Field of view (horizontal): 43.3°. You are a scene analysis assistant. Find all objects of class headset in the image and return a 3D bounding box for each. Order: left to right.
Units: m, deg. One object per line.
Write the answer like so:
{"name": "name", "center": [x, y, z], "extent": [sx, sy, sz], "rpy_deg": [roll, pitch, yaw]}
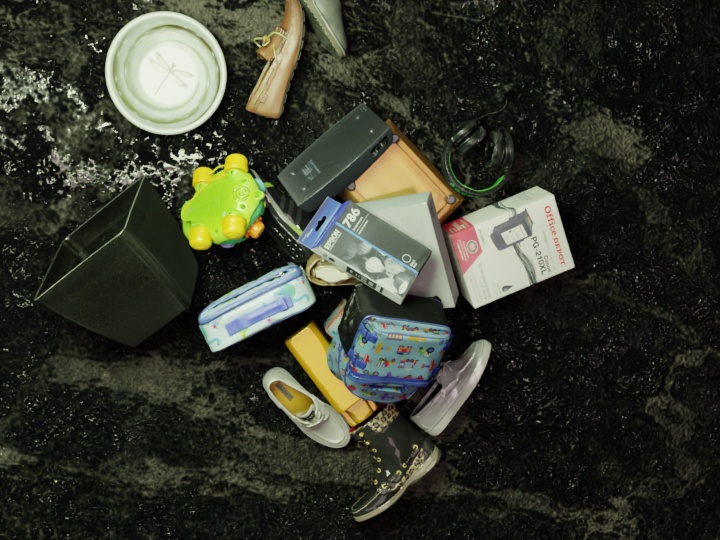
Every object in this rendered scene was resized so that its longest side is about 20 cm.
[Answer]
{"name": "headset", "center": [0.219, -0.227, 1.583], "extent": [0.123, 0.094, 0.201], "rpy_deg": [22, 78, -11]}

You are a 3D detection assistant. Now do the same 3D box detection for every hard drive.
{"name": "hard drive", "center": [-0.041, -0.189, 1.542], "extent": [0.200, 0.135, 0.042], "rpy_deg": [-40, 127, 2]}

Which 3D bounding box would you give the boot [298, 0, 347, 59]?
{"name": "boot", "center": [-0.004, -0.484, 1.542], "extent": [0.199, 0.073, 0.183], "rpy_deg": [-32, 102, -9]}

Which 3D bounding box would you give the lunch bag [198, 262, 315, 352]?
{"name": "lunch bag", "center": [-0.175, 0.061, 1.539], "extent": [0.199, 0.161, 0.083], "rpy_deg": [-26, 97, -2]}

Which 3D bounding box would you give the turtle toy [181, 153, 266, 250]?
{"name": "turtle toy", "center": [-0.230, -0.097, 1.511], "extent": [0.101, 0.199, 0.147], "rpy_deg": [25, 58, -48]}

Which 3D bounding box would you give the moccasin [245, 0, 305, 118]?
{"name": "moccasin", "center": [-0.146, -0.362, 1.537], "extent": [0.077, 0.074, 0.203], "rpy_deg": [15, 105, -17]}

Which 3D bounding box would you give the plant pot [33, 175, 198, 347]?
{"name": "plant pot", "center": [-0.377, 0.002, 1.481], "extent": [0.199, 0.200, 0.178], "rpy_deg": [-35, 115, 16]}

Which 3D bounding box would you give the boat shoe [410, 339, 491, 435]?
{"name": "boat shoe", "center": [0.162, 0.203, 1.653], "extent": [0.068, 0.072, 0.201], "rpy_deg": [32, 102, -10]}

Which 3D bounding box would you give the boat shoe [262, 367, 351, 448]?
{"name": "boat shoe", "center": [-0.094, 0.253, 1.621], "extent": [0.071, 0.070, 0.200], "rpy_deg": [-44, 103, 1]}

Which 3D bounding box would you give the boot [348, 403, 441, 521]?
{"name": "boot", "center": [0.031, 0.343, 1.647], "extent": [0.200, 0.073, 0.151], "rpy_deg": [-39, 100, 0]}

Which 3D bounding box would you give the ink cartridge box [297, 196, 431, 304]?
{"name": "ink cartridge box", "center": [0.006, -0.039, 1.458], "extent": [0.199, 0.039, 0.100], "rpy_deg": [30, 71, 6]}

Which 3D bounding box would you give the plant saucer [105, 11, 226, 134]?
{"name": "plant saucer", "center": [-0.324, -0.329, 1.525], "extent": [0.199, 0.050, 0.202], "rpy_deg": [-1, 97, -7]}

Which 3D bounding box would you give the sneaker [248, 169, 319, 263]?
{"name": "sneaker", "center": [-0.130, -0.100, 1.584], "extent": [0.200, 0.072, 0.083], "rpy_deg": [52, 55, -6]}

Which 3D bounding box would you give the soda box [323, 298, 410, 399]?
{"name": "soda box", "center": [0.028, 0.140, 1.622], "extent": [0.200, 0.068, 0.064], "rpy_deg": [41, 94, -10]}

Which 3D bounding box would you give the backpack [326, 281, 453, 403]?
{"name": "backpack", "center": [0.040, 0.139, 1.498], "extent": [0.181, 0.135, 0.201], "rpy_deg": [11, 122, -21]}

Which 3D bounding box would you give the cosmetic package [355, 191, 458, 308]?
{"name": "cosmetic package", "center": [0.070, -0.025, 1.538], "extent": [0.150, 0.052, 0.201], "rpy_deg": [-8, 117, 19]}

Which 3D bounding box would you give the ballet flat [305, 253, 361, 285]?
{"name": "ballet flat", "center": [0.000, 0.000, 1.506], "extent": [0.199, 0.065, 0.071], "rpy_deg": [-6, 110, 19]}

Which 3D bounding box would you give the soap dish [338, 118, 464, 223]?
{"name": "soap dish", "center": [0.066, -0.138, 1.583], "extent": [0.157, 0.081, 0.200], "rpy_deg": [-45, 101, 1]}

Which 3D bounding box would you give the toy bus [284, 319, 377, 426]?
{"name": "toy bus", "center": [-0.050, 0.185, 1.610], "extent": [0.065, 0.078, 0.200], "rpy_deg": [-37, 95, -1]}

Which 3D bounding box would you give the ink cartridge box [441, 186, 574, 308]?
{"name": "ink cartridge box", "center": [0.261, -0.043, 1.613], "extent": [0.199, 0.084, 0.146], "rpy_deg": [-22, 107, -4]}
